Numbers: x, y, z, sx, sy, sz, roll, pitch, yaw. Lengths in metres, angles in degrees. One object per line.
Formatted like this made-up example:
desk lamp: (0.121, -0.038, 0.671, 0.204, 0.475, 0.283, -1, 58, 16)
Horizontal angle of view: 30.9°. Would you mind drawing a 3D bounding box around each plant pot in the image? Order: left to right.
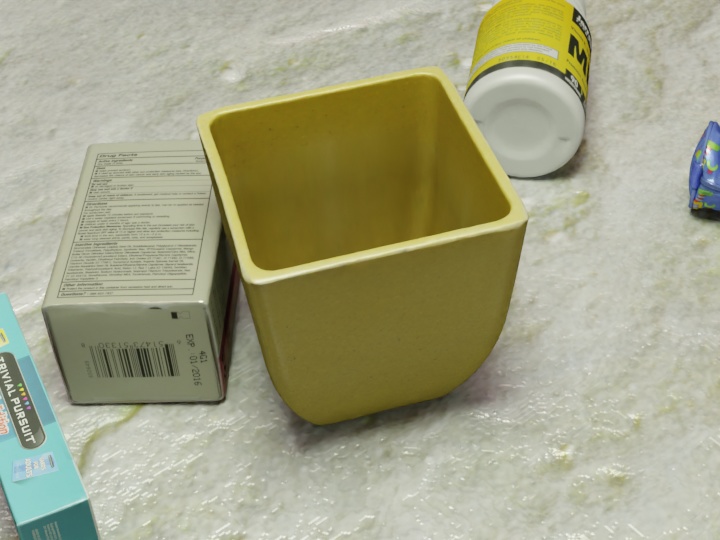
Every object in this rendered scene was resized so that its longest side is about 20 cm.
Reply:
plant pot: (0.000, 0.000, 0.964, 0.192, 0.201, 0.196, -13, 42, -10)

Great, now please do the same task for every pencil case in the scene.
pencil case: (0.378, -0.070, 1.104, 0.198, 0.079, 0.087, 15, 23, 21)

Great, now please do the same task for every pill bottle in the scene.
pill bottle: (0.160, -0.191, 1.226, 0.113, 0.115, 0.201, 5, 44, 9)

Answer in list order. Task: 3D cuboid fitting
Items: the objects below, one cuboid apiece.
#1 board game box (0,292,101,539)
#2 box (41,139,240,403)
board game box: (-0.216, 0.136, 0.866, 0.047, 0.152, 0.200, -19, 45, -18)
box: (-0.166, -0.002, 1.045, 0.127, 0.110, 0.201, -1, 42, 4)
